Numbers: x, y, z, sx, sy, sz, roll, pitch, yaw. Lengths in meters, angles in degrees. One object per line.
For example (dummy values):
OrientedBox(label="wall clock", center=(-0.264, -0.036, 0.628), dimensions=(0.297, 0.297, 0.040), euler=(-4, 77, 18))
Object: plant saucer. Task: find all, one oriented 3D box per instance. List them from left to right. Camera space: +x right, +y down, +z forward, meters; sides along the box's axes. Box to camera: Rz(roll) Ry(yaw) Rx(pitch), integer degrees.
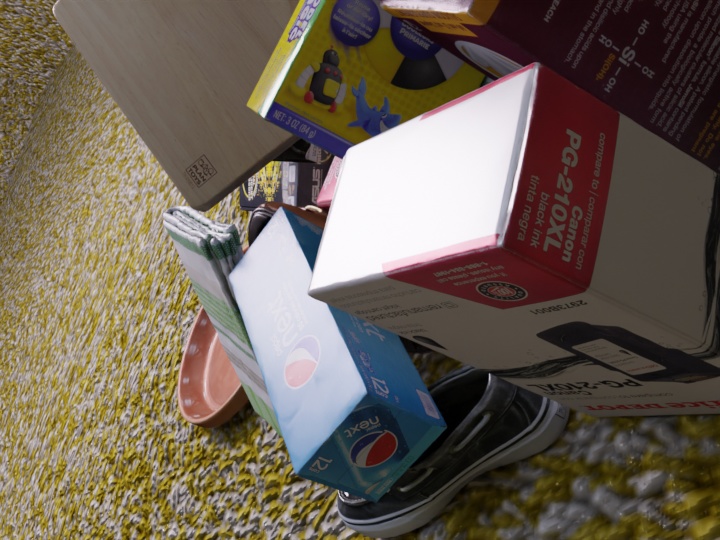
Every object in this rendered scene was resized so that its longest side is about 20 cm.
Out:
OrientedBox(label="plant saucer", center=(-0.121, 0.063, 0.994), dimensions=(0.200, 0.032, 0.200), euler=(-43, 32, 36))

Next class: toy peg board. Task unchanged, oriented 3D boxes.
OrientedBox(label="toy peg board", center=(-0.092, -0.178, 0.776), dimensions=(0.199, 0.200, 0.098), euler=(-37, -9, 8))

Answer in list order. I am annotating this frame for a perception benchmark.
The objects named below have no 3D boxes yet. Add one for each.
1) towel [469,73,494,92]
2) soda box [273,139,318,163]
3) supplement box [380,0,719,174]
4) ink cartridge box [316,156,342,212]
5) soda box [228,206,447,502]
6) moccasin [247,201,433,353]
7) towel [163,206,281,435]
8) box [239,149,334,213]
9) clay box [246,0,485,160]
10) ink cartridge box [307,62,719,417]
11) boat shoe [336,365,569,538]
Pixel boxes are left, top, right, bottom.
OrientedBox(label="towel", center=(0.068, -0.124, 0.657), dimensions=(0.200, 0.031, 0.149), euler=(-63, 26, 3))
OrientedBox(label="soda box", center=(-0.105, -0.162, 0.955), dimensions=(0.200, 0.063, 0.071), euler=(40, 125, 55))
OrientedBox(label="supplement box", center=(0.127, -0.128, 0.536), dimensions=(0.086, 0.200, 0.110), euler=(-62, 27, 4))
OrientedBox(label="ink cartridge box", center=(0.068, -0.102, 0.748), dimensions=(0.200, 0.085, 0.146), euler=(-1, 66, 62))
OrientedBox(label="soda box", center=(-0.022, 0.046, 0.626), dimensions=(0.068, 0.064, 0.200), euler=(-51, 35, 17))
OrientedBox(label="moccasin", center=(0.000, 0.002, 0.758), dimensions=(0.201, 0.078, 0.074), euler=(24, 116, 41))
OrientedBox(label="towel", center=(-0.092, 0.046, 0.797), dimensions=(0.031, 0.200, 0.149), euler=(-28, 20, -15))
OrientedBox(label="box", center=(-0.075, -0.158, 1.016), dimensions=(0.161, 0.049, 0.200), euler=(11, 100, 60))
OrientedBox(label="clay box", center=(0.030, -0.158, 0.592), dimensions=(0.200, 0.115, 0.048), euler=(-61, 27, 9))
OrientedBox(label="ink cartridge box", center=(0.101, 0.001, 0.468), dimensions=(0.145, 0.200, 0.084), euler=(-15, 56, 56))
OrientedBox(label="boat shoe", center=(0.038, 0.106, 0.626), dimensions=(0.200, 0.071, 0.072), euler=(-42, 34, 36))
